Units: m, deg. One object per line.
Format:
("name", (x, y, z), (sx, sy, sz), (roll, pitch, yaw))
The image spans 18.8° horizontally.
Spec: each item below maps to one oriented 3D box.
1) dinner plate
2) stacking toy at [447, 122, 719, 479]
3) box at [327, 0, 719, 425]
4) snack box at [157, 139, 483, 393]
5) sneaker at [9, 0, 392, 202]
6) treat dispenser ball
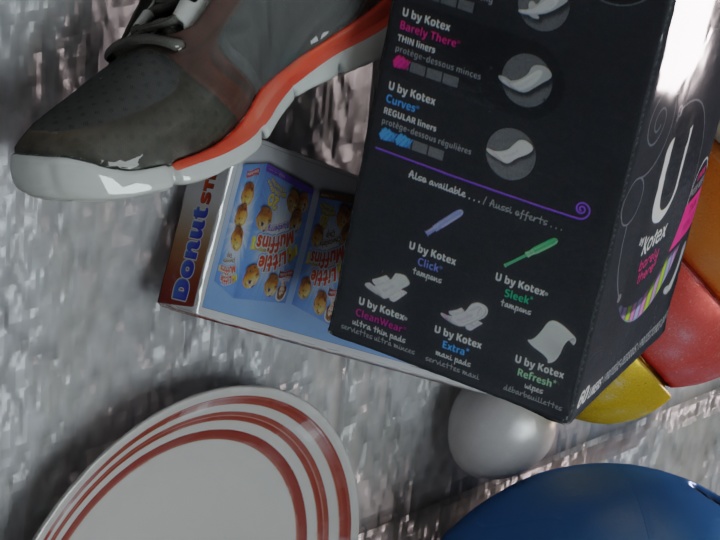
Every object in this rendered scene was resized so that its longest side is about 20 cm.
("dinner plate", (-0.078, 0.138, 0.892), (0.199, 0.024, 0.202), (-24, 126, -37))
("stacking toy", (0.117, 0.020, 0.983), (0.200, 0.146, 0.146), (-44, 138, 0))
("box", (0.073, -0.065, 0.812), (0.122, 0.105, 0.202), (-35, 140, -59))
("snack box", (0.000, 0.000, 0.896), (0.199, 0.024, 0.073), (18, 86, -50))
("sneaker", (-0.056, -0.092, 0.771), (0.200, 0.077, 0.083), (-39, 125, -41))
("treat dispenser ball", (0.111, 0.189, 0.983), (0.200, 0.200, 0.203), (-23, 125, -38))
